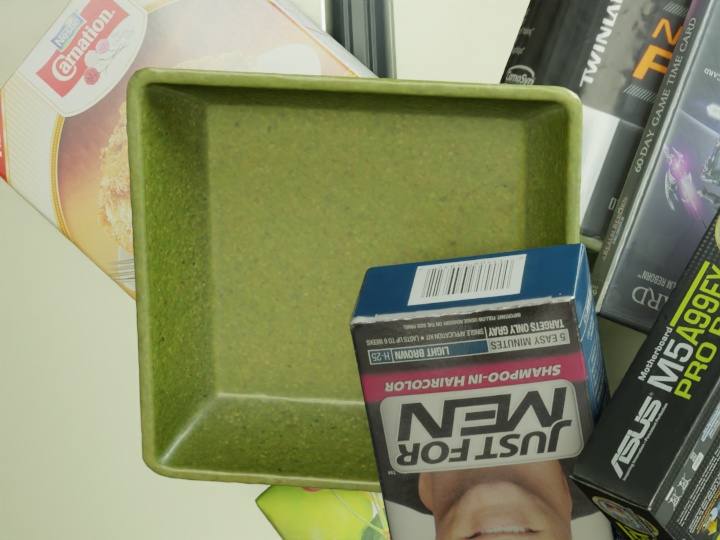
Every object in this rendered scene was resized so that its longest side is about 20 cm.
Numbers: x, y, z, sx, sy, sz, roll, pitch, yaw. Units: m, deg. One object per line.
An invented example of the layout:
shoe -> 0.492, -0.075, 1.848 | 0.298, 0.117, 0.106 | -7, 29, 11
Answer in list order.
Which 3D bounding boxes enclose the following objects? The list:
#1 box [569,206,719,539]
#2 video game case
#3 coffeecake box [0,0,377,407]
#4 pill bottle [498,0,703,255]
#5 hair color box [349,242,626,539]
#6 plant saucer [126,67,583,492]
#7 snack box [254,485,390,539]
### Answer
box -> 0.183, 0.044, 1.216 | 0.044, 0.160, 0.201 | 22, 75, 36
video game case -> 0.191, -0.055, 1.270 | 0.019, 0.142, 0.201 | 23, 93, 58
coffeecake box -> -0.067, -0.056, 1.353 | 0.200, 0.073, 0.154 | 41, 97, 13
pill bottle -> 0.127, -0.108, 1.293 | 0.106, 0.106, 0.201 | 20, 91, 14
hair color box -> 0.063, 0.095, 1.219 | 0.099, 0.061, 0.201 | -7, 113, 12
plant saucer -> 0.000, 0.000, 1.247 | 0.199, 0.048, 0.201 | 3, 114, 8
snack box -> 0.066, 0.142, 1.315 | 0.142, 0.053, 0.200 | -40, 79, 9
